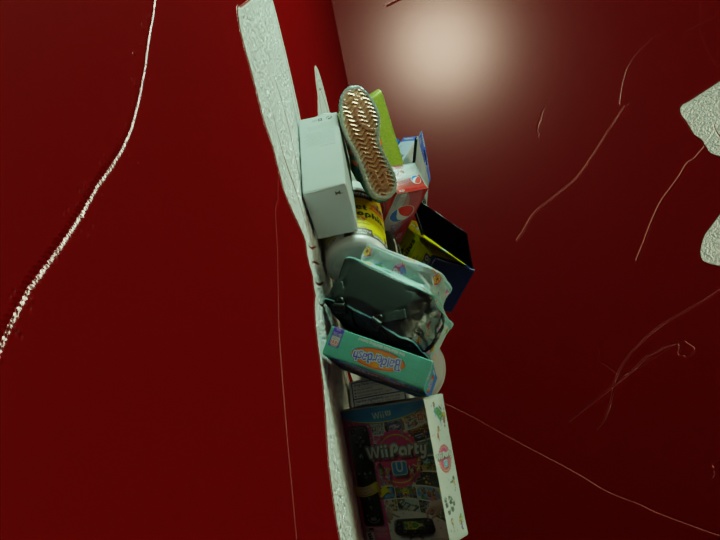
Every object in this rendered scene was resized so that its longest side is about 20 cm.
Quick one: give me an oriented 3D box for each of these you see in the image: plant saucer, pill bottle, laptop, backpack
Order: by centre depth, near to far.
[{"bbox_3d":[0.057,0.060,1.275,0.154,0.175,0.200,-59,150,-18],"label":"backpack"},{"bbox_3d":[-0.012,-0.070,1.404,0.200,0.109,0.110,-97,174,-50],"label":"pill bottle"},{"bbox_3d":[-0.011,-0.223,1.572,0.048,0.199,0.201,-15,87,-42],"label":"plant saucer"},{"bbox_3d":[0.165,-0.129,1.585,0.187,0.115,0.201,62,32,-67],"label":"laptop"}]

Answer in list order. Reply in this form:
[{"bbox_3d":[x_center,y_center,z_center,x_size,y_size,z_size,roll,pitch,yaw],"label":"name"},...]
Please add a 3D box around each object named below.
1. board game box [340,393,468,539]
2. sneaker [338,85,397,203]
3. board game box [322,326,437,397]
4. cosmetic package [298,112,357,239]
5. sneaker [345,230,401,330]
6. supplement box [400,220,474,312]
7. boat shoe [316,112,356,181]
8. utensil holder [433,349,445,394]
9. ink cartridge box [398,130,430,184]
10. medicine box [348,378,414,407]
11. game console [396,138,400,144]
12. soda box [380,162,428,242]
[{"bbox_3d":[0.061,0.288,1.156,0.064,0.147,0.201,0,78,-56],"label":"board game box"},{"bbox_3d":[0.004,-0.210,1.372,0.080,0.071,0.201,163,-89,-77],"label":"sneaker"},{"bbox_3d":[0.034,0.142,1.196,0.200,0.151,0.045,63,47,-74],"label":"board game box"},{"bbox_3d":[-0.054,-0.159,1.328,0.200,0.071,0.102,-97,174,-46],"label":"cosmetic package"},{"bbox_3d":[0.019,0.024,1.444,0.091,0.076,0.201,23,83,-74],"label":"sneaker"},{"bbox_3d":[0.133,-0.016,1.705,0.109,0.109,0.200,-63,-148,19],"label":"supplement box"},{"bbox_3d":[-0.057,-0.191,1.505,0.072,0.070,0.202,-47,128,-63],"label":"boat shoe"},{"bbox_3d":[0.083,0.168,1.653,0.200,0.169,0.171,70,10,-57],"label":"utensil holder"},{"bbox_3d":[0.097,-0.195,1.661,0.200,0.042,0.120,-58,140,-51],"label":"ink cartridge box"},{"bbox_3d":[0.054,0.301,1.360,0.182,0.102,0.201,71,9,-60],"label":"medicine box"},{"bbox_3d":[0.038,-0.151,1.716,0.171,0.118,0.201,61,33,-46],"label":"game console"},{"bbox_3d":[0.055,-0.110,1.500,0.064,0.070,0.200,65,-27,26],"label":"soda box"}]
